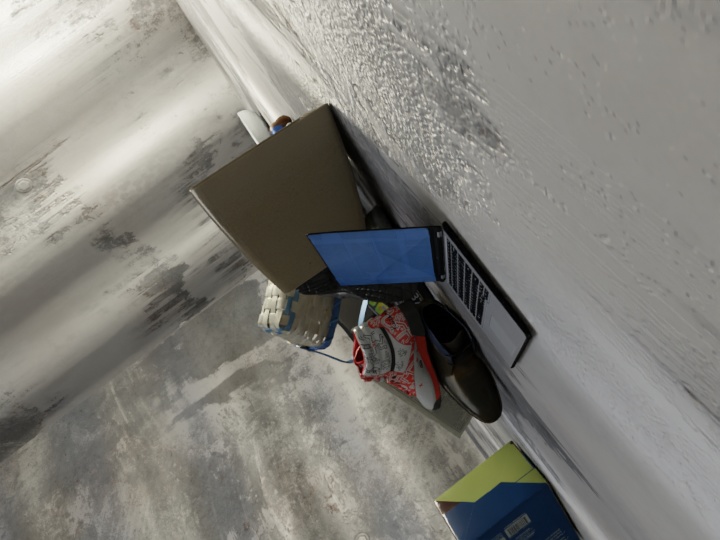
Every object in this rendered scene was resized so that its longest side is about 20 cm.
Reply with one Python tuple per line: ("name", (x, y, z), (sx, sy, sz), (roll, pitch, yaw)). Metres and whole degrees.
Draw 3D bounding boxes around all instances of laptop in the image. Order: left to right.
("laptop", (0.061, 0.035, 0.674), (0.201, 0.115, 0.188), (54, 178, 18))

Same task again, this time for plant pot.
("plant pot", (-0.100, -0.088, 0.895), (0.179, 0.198, 0.200), (59, 172, -15))

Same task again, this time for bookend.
("bookend", (-0.004, 0.101, 1.449), (0.198, 0.092, 0.201), (41, 169, 40))

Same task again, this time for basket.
("basket", (-0.069, 0.056, 1.156), (0.197, 0.180, 0.138), (19, 167, -29))

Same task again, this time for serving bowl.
("serving bowl", (-0.340, -0.471, 2.261), (0.202, 0.065, 0.200), (56, 178, 3))

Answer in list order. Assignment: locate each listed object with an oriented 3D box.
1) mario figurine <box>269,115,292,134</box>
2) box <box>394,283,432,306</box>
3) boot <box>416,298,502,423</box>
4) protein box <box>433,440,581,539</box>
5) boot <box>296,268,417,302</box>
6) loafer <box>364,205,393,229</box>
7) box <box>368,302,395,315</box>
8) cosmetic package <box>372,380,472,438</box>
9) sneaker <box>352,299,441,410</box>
("mario figurine", (-0.109, -0.222, 1.319), (0.122, 0.106, 0.202), (7, -133, -41))
("box", (0.083, 0.044, 1.138), (0.163, 0.049, 0.200), (58, 177, -8))
("boot", (0.135, 0.127, 0.932), (0.202, 0.074, 0.097), (57, -179, 13))
("protein box", (0.285, 0.486, 1.267), (0.202, 0.197, 0.135), (56, 177, -27))
("boot", (0.008, 0.013, 1.003), (0.196, 0.072, 0.131), (6, 177, 22))
("loafer", (0.018, -0.043, 0.990), (0.076, 0.069, 0.200), (54, 177, 4))
("box", (0.000, 0.000, 1.304), (0.200, 0.035, 0.110), (46, -156, 4))
("cosmetic package", (0.106, 0.181, 1.123), (0.198, 0.104, 0.087), (35, 179, -2))
("sneaker", (0.049, 0.141, 0.954), (0.068, 0.106, 0.204), (-121, 11, -52))
